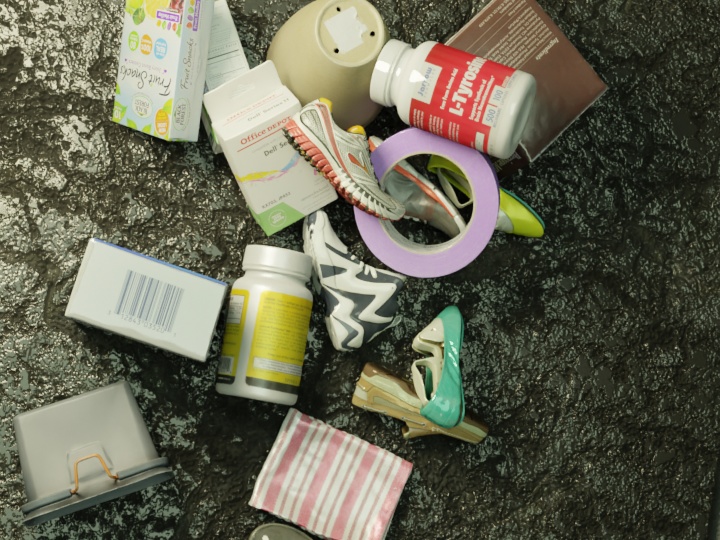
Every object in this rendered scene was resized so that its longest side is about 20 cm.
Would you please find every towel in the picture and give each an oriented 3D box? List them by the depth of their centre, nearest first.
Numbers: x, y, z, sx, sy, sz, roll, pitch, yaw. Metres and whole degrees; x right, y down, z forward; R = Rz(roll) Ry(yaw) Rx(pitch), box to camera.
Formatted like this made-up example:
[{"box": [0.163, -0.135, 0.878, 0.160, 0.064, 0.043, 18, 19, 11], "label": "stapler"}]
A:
[{"box": [-0.039, 0.295, 1.649, 0.198, 0.030, 0.148, 25, 76, -9], "label": "towel"}]

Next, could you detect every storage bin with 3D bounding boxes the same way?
[{"box": [-0.357, 0.232, 1.543, 0.197, 0.146, 0.136, -18, 79, -13], "label": "storage bin"}]

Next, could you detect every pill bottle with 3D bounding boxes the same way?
[{"box": [0.118, -0.228, 1.537, 0.197, 0.112, 0.114, 21, 81, 14], "label": "pill bottle"}, {"box": [-0.126, 0.074, 1.610, 0.112, 0.114, 0.204, 11, 84, -11], "label": "pill bottle"}]

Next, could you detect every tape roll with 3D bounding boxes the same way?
[{"box": [0.092, -0.096, 1.626, 0.196, 0.066, 0.204, 2, 101, 8], "label": "tape roll"}]

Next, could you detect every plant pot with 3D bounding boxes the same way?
[{"box": [-0.031, -0.295, 1.614, 0.184, 0.200, 0.191, 1, 84, -9], "label": "plant pot"}]

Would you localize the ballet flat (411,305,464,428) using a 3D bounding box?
[{"box": [0.105, 0.121, 1.637, 0.069, 0.068, 0.202, 19, 48, -20], "label": "ballet flat"}]

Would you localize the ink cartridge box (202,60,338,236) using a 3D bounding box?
[{"box": [-0.120, -0.163, 1.590, 0.116, 0.067, 0.202, -29, 125, -8], "label": "ink cartridge box"}]

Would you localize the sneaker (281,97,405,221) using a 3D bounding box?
[{"box": [-0.008, -0.141, 1.550, 0.082, 0.078, 0.200, -47, 111, -4], "label": "sneaker"}]

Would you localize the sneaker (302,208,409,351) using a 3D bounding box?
[{"box": [0.000, 0.000, 1.661, 0.128, 0.079, 0.202, -17, 89, -14], "label": "sneaker"}]

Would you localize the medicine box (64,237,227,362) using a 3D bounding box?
[{"box": [-0.276, 0.042, 1.536, 0.179, 0.200, 0.105, 19, 84, -10], "label": "medicine box"}]

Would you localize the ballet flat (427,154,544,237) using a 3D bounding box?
[{"box": [0.175, -0.103, 1.712, 0.200, 0.067, 0.067, 44, 71, 1], "label": "ballet flat"}]

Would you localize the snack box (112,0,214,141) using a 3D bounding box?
[{"box": [-0.261, -0.284, 1.570, 0.052, 0.141, 0.204, -2, 107, -42], "label": "snack box"}]

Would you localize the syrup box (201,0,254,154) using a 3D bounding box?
[{"box": [-0.197, -0.274, 1.642, 0.080, 0.079, 0.203, -20, 90, -12], "label": "syrup box"}]

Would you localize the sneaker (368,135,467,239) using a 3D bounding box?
[{"box": [0.068, -0.100, 1.698, 0.200, 0.077, 0.082, 42, 97, 0], "label": "sneaker"}]

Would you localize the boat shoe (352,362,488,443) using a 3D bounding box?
[{"box": [0.081, 0.204, 1.674, 0.198, 0.072, 0.077, 26, 95, -1], "label": "boat shoe"}]

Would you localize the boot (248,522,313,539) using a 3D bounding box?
[{"box": [-0.051, 0.387, 1.554, 0.179, 0.200, 0.074, 22, 80, -9], "label": "boot"}]

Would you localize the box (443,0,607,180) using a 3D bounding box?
[{"box": [0.205, -0.264, 1.681, 0.164, 0.166, 0.201, -42, 94, -13], "label": "box"}]
